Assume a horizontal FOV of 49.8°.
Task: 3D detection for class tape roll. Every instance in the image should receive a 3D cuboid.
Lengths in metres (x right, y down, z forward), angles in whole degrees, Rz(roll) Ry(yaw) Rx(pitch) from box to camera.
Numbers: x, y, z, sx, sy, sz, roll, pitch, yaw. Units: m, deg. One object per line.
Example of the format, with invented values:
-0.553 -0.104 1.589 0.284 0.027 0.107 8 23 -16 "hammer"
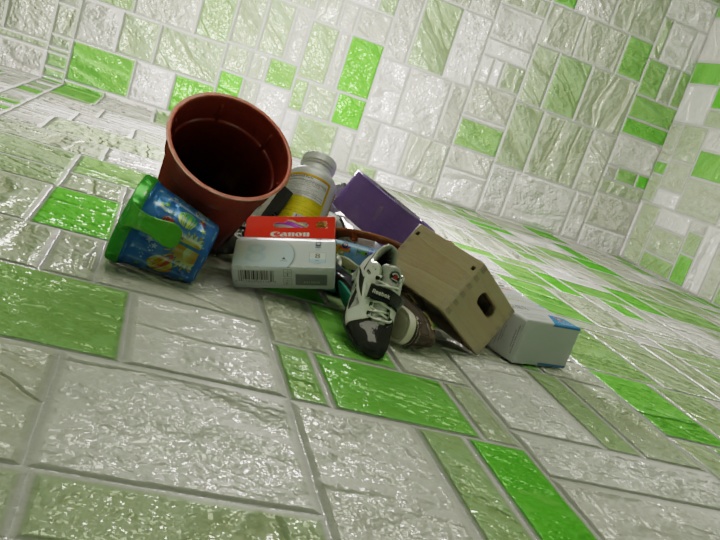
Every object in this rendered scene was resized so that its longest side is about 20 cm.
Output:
0.047 -0.107 1.547 0.200 0.085 0.200 38 7 -5 "tape roll"

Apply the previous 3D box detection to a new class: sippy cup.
-0.282 -0.050 1.129 0.130 0.140 0.178 27 30 -11 "sippy cup"

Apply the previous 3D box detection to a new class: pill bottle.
-0.109 -0.133 1.523 0.104 0.201 0.104 15 -25 7 "pill bottle"

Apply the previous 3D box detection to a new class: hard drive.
-0.233 -0.134 1.516 0.200 0.140 0.038 33 -5 45 "hard drive"

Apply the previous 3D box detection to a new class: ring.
0.017 -0.036 1.458 0.199 0.019 0.200 15 -12 3 "ring"

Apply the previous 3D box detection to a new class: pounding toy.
0.161 0.022 1.314 0.184 0.142 0.200 36 -8 42 "pounding toy"

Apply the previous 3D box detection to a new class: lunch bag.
0.000 0.000 1.441 0.150 0.095 0.200 16 3 -3 "lunch bag"

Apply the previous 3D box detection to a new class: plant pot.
-0.239 -0.142 1.239 0.200 0.195 0.202 16 53 -23 "plant pot"

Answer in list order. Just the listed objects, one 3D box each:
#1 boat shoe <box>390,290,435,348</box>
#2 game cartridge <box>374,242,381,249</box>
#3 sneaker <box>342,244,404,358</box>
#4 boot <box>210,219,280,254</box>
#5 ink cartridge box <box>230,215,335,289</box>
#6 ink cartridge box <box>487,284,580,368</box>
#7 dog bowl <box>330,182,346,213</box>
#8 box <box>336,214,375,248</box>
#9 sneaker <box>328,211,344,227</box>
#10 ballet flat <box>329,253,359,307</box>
0.060 0.066 1.256 0.059 0.072 0.200 21 13 -26 "boat shoe"
0.106 0.003 1.594 0.133 0.041 0.200 4 28 -43 "game cartridge"
0.025 0.036 1.149 0.074 0.089 0.201 23 39 -20 "sneaker"
-0.161 -0.071 1.388 0.199 0.073 0.183 11 56 -5 "boot"
-0.119 -0.048 1.267 0.159 0.047 0.201 0 38 -1 "ink cartridge box"
0.272 0.094 1.413 0.144 0.085 0.200 11 16 -35 "ink cartridge box"
-0.115 -0.145 1.736 0.199 0.059 0.200 -16 7 2 "dog bowl"
-0.023 -0.076 1.662 0.041 0.039 0.200 9 16 -23 "box"
-0.133 -0.079 1.601 0.199 0.076 0.115 4 23 -2 "sneaker"
-0.019 0.020 1.266 0.073 0.073 0.200 7 23 -43 "ballet flat"
